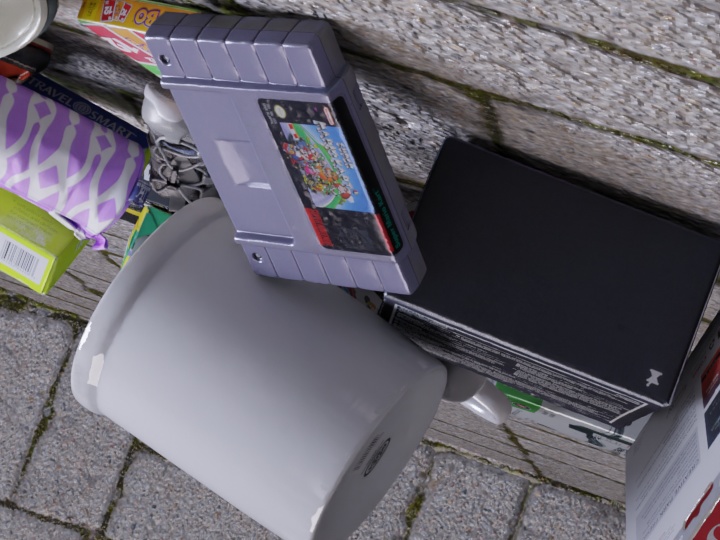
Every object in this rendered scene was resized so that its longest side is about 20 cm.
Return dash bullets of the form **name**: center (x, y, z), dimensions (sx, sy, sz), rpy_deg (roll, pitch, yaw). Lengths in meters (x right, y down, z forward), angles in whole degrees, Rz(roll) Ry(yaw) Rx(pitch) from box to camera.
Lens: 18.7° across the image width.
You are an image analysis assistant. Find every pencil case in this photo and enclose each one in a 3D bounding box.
- **pencil case**: center (-0.252, -0.091, 1.560), dimensions (0.200, 0.086, 0.084), rpy_deg (27, 173, -20)

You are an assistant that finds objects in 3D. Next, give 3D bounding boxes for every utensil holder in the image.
- **utensil holder**: center (-0.065, 0.074, 1.476), dimensions (0.200, 0.170, 0.170), rpy_deg (34, 175, 14)

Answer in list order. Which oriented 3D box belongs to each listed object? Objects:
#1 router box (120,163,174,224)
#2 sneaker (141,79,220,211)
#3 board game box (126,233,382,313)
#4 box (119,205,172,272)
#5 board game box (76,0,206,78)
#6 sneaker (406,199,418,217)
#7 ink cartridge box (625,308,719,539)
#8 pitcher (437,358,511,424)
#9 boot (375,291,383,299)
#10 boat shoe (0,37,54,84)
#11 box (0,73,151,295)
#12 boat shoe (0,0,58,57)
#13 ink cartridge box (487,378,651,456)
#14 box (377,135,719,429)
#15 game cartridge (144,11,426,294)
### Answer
- **router box**: center (-0.140, -0.058, 1.897), dimensions (0.200, 0.052, 0.157), rpy_deg (19, 171, 11)
- **sneaker**: center (-0.120, -0.081, 1.602), dimensions (0.075, 0.082, 0.200), rpy_deg (18, 171, 12)
- **board game box**: center (-0.064, 0.040, 1.654), dimensions (0.147, 0.064, 0.200), rpy_deg (-20, 126, 35)
- **box**: center (-0.150, -0.004, 1.924), dimensions (0.117, 0.048, 0.200), rpy_deg (22, 172, -5)
- **board game box**: center (-0.091, -0.129, 1.437), dimensions (0.095, 0.030, 0.200), rpy_deg (14, 172, 33)
- **sneaker**: center (0.000, 0.000, 1.675), dimensions (0.200, 0.115, 0.078), rpy_deg (4, 120, 61)
- **ink cartridge box**: center (0.247, 0.118, 1.391), dimensions (0.084, 0.200, 0.176), rpy_deg (21, -144, -8)
- **pitcher**: center (0.036, 0.067, 1.963), dimensions (0.200, 0.121, 0.172), rpy_deg (20, 156, 46)
- **boot**: center (0.083, 0.024, 1.762), dimensions (0.200, 0.066, 0.165), rpy_deg (13, 173, -3)
- **boat shoe**: center (-0.287, -0.150, 1.631), dimensions (0.071, 0.063, 0.200), rpy_deg (27, 168, -27)
- **box**: center (-0.243, -0.077, 1.669), dimensions (0.122, 0.200, 0.048), rpy_deg (30, 129, 2)
- **boat shoe**: center (-0.247, -0.178, 1.433), dimensions (0.062, 0.073, 0.200), rpy_deg (-26, -165, -35)
- **ink cartridge box**: center (0.223, 0.115, 2.042), dimensions (0.200, 0.083, 0.147), rpy_deg (20, 172, 1)
- **box**: center (0.123, 0.013, 1.484), dimensions (0.200, 0.123, 0.198), rpy_deg (21, 173, 1)
- **game cartridge**: center (-0.043, -0.069, 1.335), dimensions (0.130, 0.038, 0.200), rpy_deg (11, 139, 36)
